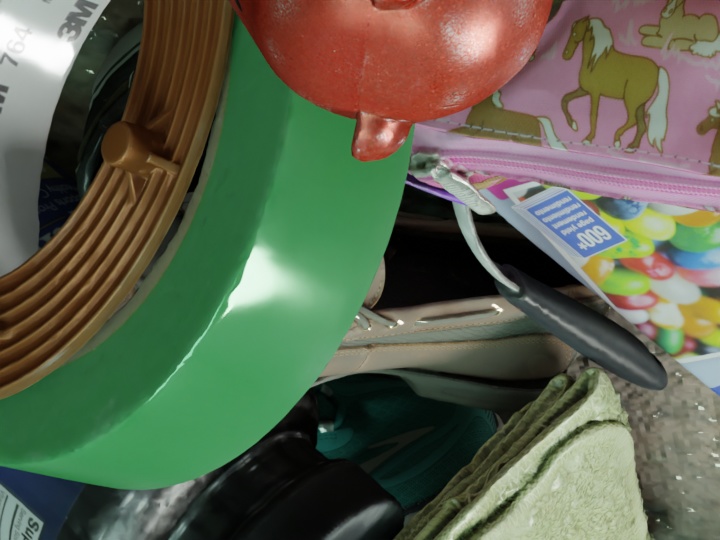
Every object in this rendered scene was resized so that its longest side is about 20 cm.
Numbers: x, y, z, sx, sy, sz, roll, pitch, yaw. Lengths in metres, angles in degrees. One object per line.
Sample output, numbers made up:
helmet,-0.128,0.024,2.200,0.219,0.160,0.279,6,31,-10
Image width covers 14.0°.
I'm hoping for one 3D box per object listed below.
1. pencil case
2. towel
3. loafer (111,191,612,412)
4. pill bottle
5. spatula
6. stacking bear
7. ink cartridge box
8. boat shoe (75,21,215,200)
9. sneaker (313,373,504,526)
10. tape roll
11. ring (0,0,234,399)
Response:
pencil case,0.095,-0.050,0.783,0.200,0.087,0.083,10,-175,42
towel,0.044,0.117,1.016,0.036,0.148,0.200,43,170,21
loafer,0.000,0.000,0.943,0.200,0.072,0.063,8,136,-39
pill bottle,-0.086,0.049,0.975,0.200,0.112,0.112,38,147,20
spatula,0.042,-0.008,0.909,0.021,0.057,0.200,-44,134,6
stacking bear,0.022,-0.120,0.710,0.114,0.200,0.121,18,142,0
ink cartridge box,0.128,-0.016,0.930,0.200,0.042,0.119,37,139,-25
boat shoe,-0.024,-0.070,0.907,0.069,0.057,0.200,33,140,-18
sneaker,-0.048,0.052,1.060,0.200,0.078,0.080,5,131,16
tape roll,-0.069,-0.039,0.847,0.048,0.201,0.200,17,151,-41
ring,-0.107,-0.060,0.846,0.019,0.201,0.200,17,151,-41
